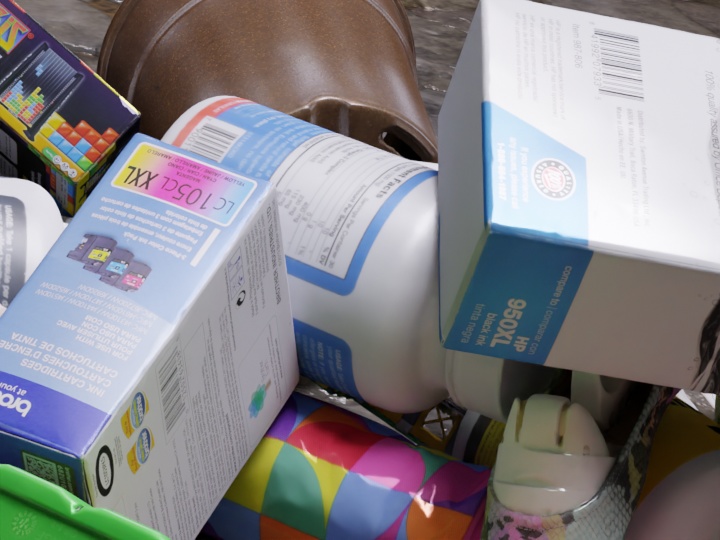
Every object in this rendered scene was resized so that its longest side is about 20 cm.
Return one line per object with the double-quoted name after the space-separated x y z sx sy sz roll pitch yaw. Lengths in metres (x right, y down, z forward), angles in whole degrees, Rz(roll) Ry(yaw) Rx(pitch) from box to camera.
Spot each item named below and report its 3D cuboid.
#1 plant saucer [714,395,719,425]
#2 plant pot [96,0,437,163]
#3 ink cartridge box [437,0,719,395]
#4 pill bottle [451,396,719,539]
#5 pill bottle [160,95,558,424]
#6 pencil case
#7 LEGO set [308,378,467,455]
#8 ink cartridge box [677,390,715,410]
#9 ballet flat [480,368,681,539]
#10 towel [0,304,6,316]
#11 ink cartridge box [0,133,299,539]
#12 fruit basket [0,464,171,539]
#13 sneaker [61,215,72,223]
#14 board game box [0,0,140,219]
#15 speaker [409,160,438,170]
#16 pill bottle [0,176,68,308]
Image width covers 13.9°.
0.227 0.118 1.372 0.031 0.201 0.200 -37 37 -14 "plant saucer"
-0.041 -0.072 1.716 0.199 0.201 0.199 6 26 -18 "plant pot"
0.138 -0.027 1.285 0.199 0.084 0.145 10 47 -9 "ink cartridge box"
0.138 0.119 1.366 0.111 0.112 0.200 -1 23 -35 "pill bottle"
0.000 0.000 1.369 0.199 0.113 0.112 23 21 26 "pill bottle"
-0.021 0.097 1.370 0.199 0.089 0.088 24 21 24 "pencil case"
0.072 0.021 1.560 0.154 0.116 0.200 38 23 21 "LEGO set"
0.162 0.025 1.535 0.050 0.161 0.201 -23 38 27 "ink cartridge box"
0.100 0.063 1.301 0.069 0.071 0.200 12 50 26 "ballet flat"
-0.216 0.040 1.322 0.200 0.035 0.132 43 40 6 "towel"
-0.106 0.062 1.258 0.076 0.137 0.200 17 51 19 "ink cartridge box"
-0.092 0.158 1.114 0.215 0.156 0.216 27 -21 12 "fruit basket"
-0.102 0.028 1.571 0.198 0.077 0.081 5 30 -7 "sneaker"
-0.200 -0.094 1.622 0.165 0.057 0.200 43 -14 3 "board game box"
-0.008 -0.019 1.481 0.199 0.082 0.081 8 14 28 "speaker"
-0.205 0.010 1.453 0.199 0.120 0.120 6 19 -17 "pill bottle"
